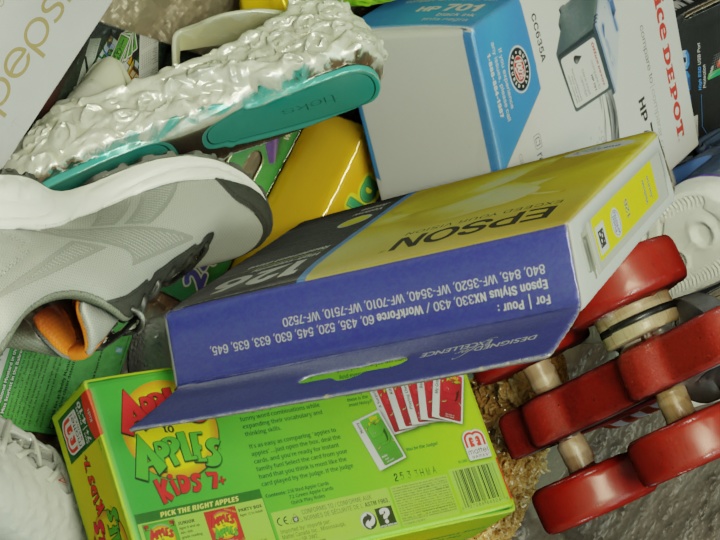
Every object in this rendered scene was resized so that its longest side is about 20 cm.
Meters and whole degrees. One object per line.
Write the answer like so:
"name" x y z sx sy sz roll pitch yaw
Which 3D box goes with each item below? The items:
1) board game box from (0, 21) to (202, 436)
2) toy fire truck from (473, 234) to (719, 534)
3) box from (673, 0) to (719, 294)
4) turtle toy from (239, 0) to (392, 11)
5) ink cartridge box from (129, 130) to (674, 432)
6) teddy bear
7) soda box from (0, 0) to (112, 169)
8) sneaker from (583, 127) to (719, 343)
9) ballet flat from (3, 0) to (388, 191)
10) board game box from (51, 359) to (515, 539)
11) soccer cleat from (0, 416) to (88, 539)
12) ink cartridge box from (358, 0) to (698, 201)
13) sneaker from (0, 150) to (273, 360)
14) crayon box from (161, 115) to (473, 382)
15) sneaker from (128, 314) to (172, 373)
"board game box" -0.141 -0.019 0.926 0.105 0.023 0.201 14 97 -45
"toy fire truck" 0.165 0.047 1.010 0.168 0.200 0.112 -18 79 -38
"box" 0.233 -0.093 1.217 0.198 0.050 0.201 -26 123 -31
"turtle toy" -0.018 -0.202 0.898 0.200 0.145 0.101 52 31 -42
"ink cartridge box" 0.020 0.002 0.848 0.200 0.197 0.047 -35 111 -62
"teddy bear" 0.077 0.131 1.131 0.201 0.067 0.145 -62 157 -5
"soda box" -0.181 -0.083 0.836 0.068 0.064 0.200 39 80 -43
"sneaker" 0.192 -0.030 1.121 0.146 0.200 0.081 -31 94 -38
"ballet flat" -0.086 -0.076 0.888 0.199 0.072 0.072 -21 123 -8
"board game box" -0.034 0.091 0.908 0.199 0.048 0.102 -8 69 -32
"soccer cleat" -0.150 0.110 0.906 0.085 0.069 0.200 -15 138 3
"ink cartridge box" 0.090 -0.093 1.017 0.200 0.086 0.147 -38 121 -44
"sneaker" -0.111 0.000 0.834 0.200 0.080 0.074 -13 157 -49
"crayon box" 0.000 0.000 1.042 0.200 0.051 0.126 31 84 -44
"sneaker" -0.029 0.093 0.989 0.114 0.075 0.200 -32 83 -34
